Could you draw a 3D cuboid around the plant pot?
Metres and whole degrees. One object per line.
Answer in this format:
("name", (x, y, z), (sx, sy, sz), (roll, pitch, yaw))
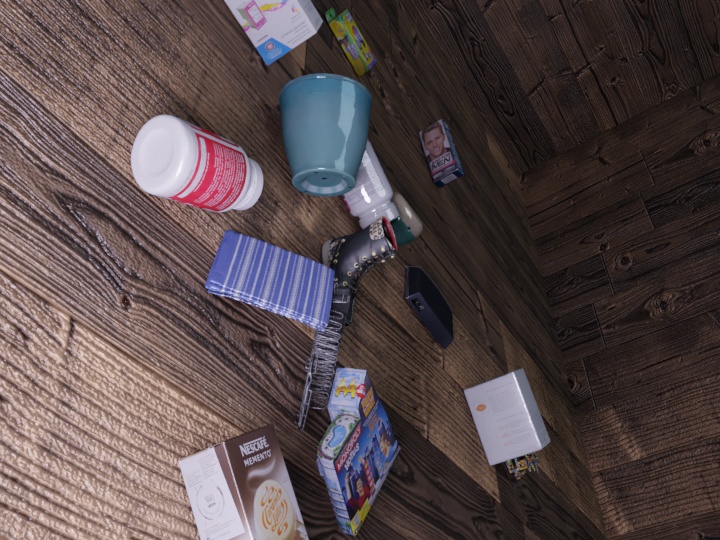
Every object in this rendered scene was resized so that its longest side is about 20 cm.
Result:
("plant pot", (-0.073, -0.263, 1.419), (0.199, 0.196, 0.193), (25, 61, -55))

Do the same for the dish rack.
("dish rack", (-0.062, 0.149, 1.113), (0.202, 0.053, 0.156), (-81, -177, -51))

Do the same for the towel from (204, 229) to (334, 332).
("towel", (-0.137, 0.014, 1.095), (0.196, 0.024, 0.147), (21, 38, -12))

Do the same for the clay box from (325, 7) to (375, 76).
("clay box", (-0.029, -0.689, 2.057), (0.202, 0.047, 0.116), (58, 24, -20))

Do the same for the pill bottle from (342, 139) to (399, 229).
("pill bottle", (0.007, -0.197, 1.598), (0.204, 0.112, 0.113), (64, 24, -3))

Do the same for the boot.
("boot", (-0.001, -0.001, 1.351), (0.073, 0.151, 0.208), (39, 35, -44))

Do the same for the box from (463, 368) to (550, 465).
("box", (0.382, 0.380, 1.808), (0.106, 0.150, 0.205), (6, 63, -61))

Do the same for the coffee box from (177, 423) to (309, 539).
("coffee box", (-0.138, 0.311, 0.867), (0.114, 0.078, 0.205), (0, 68, -64))

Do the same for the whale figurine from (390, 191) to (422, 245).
("whale figurine", (0.076, -0.140, 1.743), (0.159, 0.103, 0.201), (47, 6, -36))

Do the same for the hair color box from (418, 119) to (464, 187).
("hair color box", (0.274, -0.399, 2.362), (0.060, 0.098, 0.205), (22, 48, -55))

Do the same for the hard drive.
("hard drive", (0.182, 0.091, 1.787), (0.201, 0.042, 0.137), (51, 27, -30))

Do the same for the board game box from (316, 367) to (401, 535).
("board game box", (-0.013, 0.273, 1.118), (0.200, 0.060, 0.204), (-49, 131, -51))

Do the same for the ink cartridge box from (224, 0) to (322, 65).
("ink cartridge box", (-0.195, -0.572, 1.480), (0.202, 0.142, 0.085), (54, 28, -24))

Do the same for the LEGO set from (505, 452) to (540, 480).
("LEGO set", (0.450, 0.462, 1.917), (0.153, 0.114, 0.205), (15, 55, -60))

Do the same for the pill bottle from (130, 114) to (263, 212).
("pill bottle", (-0.237, -0.152, 1.046), (0.199, 0.110, 0.115), (13, 56, -61))
